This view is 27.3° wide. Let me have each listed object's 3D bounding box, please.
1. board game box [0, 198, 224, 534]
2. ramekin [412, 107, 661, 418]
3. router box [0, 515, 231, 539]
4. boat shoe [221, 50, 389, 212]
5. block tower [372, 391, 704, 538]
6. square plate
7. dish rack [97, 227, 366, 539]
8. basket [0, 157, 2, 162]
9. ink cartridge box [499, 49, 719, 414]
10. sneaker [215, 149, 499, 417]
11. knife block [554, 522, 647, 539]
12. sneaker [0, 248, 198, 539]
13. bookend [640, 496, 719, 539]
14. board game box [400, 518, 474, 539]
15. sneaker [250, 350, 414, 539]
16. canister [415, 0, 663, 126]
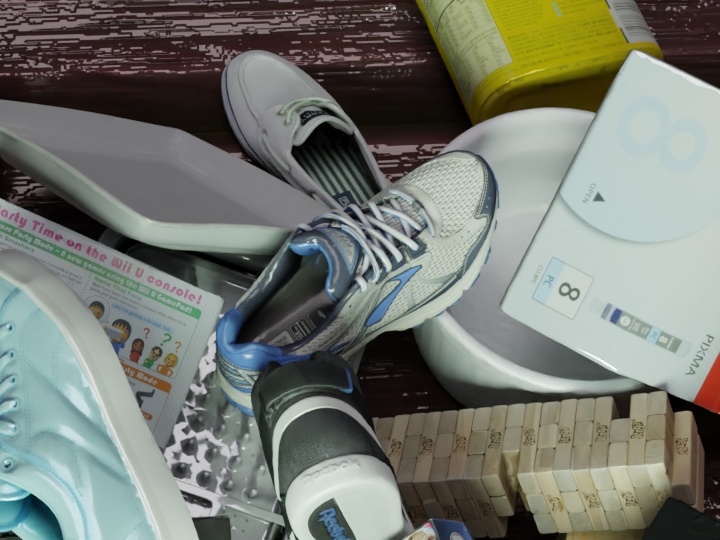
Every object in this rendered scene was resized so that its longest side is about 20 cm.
[{"bbox_3d":[-0.179,0.078,0.775,0.147,0.064,0.200,26,75,-15],"label":"board game box"},{"bbox_3d":[0.123,0.007,0.922,0.200,0.098,0.201,2,59,-4],"label":"ramekin"},{"bbox_3d":[-0.135,0.223,0.705,0.157,0.052,0.201,-1,81,-20],"label":"router box"},{"bbox_3d":[-0.026,-0.085,0.980,0.073,0.067,0.200,-29,66,-21],"label":"boat shoe"},{"bbox_3d":[0.087,0.112,0.829,0.199,0.054,0.058,-8,39,21],"label":"block tower"},{"bbox_3d":[-0.119,-0.052,0.886,0.200,0.029,0.198,30,16,36],"label":"square plate"},{"bbox_3d":[-0.098,0.080,0.863,0.171,0.044,0.200,20,70,-3],"label":"dish rack"},{"bbox_3d":[-0.303,-0.132,0.891,0.180,0.200,0.136,-12,50,2],"label":"basket"},{"bbox_3d":[0.199,-0.004,0.803,0.200,0.047,0.160,28,98,13],"label":"ink cartridge box"},{"bbox_3d":[0.000,0.000,0.819,0.200,0.085,0.077,-43,66,-11],"label":"sneaker"},{"bbox_3d":[0.145,0.231,0.808,0.199,0.064,0.176,11,59,1],"label":"knife block"},{"bbox_3d":[-0.149,0.075,0.681,0.082,0.074,0.200,-17,59,-34],"label":"sneaker"},{"bbox_3d":[0.186,0.254,0.740,0.199,0.092,0.200,39,81,-30],"label":"bookend"},{"bbox_3d":[-0.002,0.232,0.734,0.035,0.200,0.136,15,43,-52],"label":"board game box"},{"bbox_3d":[-0.011,0.113,0.789,0.073,0.200,0.112,-15,55,-7],"label":"sneaker"},{"bbox_3d":[0.111,-0.200,1.054,0.148,0.087,0.200,-14,63,-14],"label":"canister"}]
